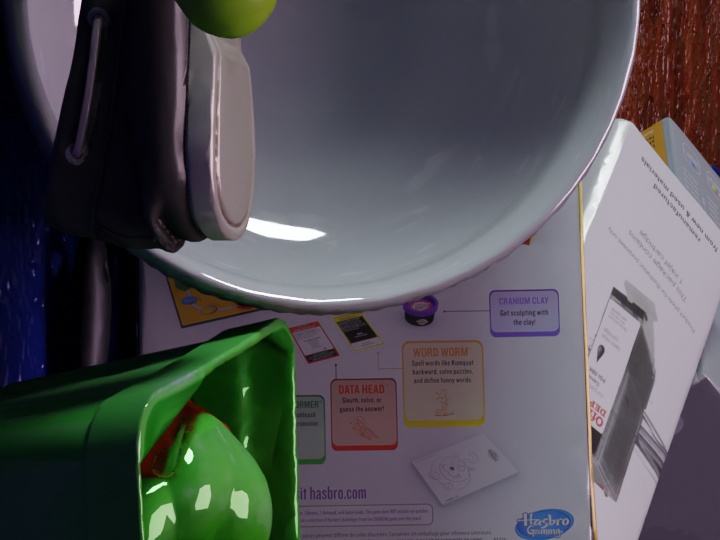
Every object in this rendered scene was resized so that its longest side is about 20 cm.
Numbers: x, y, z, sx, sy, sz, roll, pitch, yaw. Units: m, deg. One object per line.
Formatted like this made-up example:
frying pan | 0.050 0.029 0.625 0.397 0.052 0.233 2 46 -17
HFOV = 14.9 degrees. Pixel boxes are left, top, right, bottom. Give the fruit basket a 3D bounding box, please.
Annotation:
fruit basket | -0.030 0.124 0.791 0.155 0.215 0.216 -31 121 -70

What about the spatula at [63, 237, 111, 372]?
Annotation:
spatula | -0.086 0.086 0.903 0.057 0.020 0.201 -76 163 -82

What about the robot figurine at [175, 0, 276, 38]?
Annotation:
robot figurine | -0.057 -0.144 0.674 0.116 0.199 0.176 -53 141 -62

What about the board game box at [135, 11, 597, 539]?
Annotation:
board game box | 0.000 0.000 0.921 0.040 0.153 0.201 101 -11 -80

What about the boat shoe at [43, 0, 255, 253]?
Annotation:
boat shoe | -0.062 -0.105 0.784 0.067 0.057 0.201 39 51 -76

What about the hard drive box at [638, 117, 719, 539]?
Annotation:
hard drive box | 0.096 0.048 1.173 0.077 0.156 0.200 48 22 -26

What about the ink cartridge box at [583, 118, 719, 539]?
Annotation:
ink cartridge box | 0.043 0.054 1.052 0.083 0.147 0.200 47 46 -25

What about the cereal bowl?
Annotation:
cereal bowl | -0.016 -0.083 0.866 0.083 0.200 0.201 150 -55 -79
